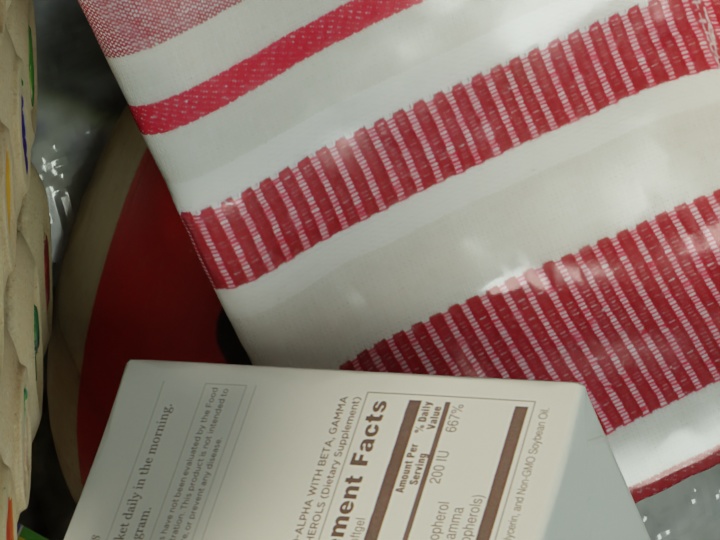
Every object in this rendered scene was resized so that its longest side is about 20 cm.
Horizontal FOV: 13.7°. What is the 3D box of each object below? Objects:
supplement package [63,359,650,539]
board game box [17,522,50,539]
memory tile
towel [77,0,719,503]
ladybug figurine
[{"bbox_3d":[-0.007,0.145,0.631,0.156,0.110,0.201,64,37,-47],"label":"supplement package"},{"bbox_3d":[-0.142,0.092,0.647,0.199,0.029,0.135,30,56,-15],"label":"board game box"},{"bbox_3d":[-0.077,-0.022,0.618,0.017,0.200,0.154,-1,111,-2],"label":"memory tile"},{"bbox_3d":[0.032,-0.025,0.668,0.144,0.023,0.201,-24,119,0],"label":"towel"},{"bbox_3d":[0.000,0.000,0.735,0.135,0.072,0.201,21,99,-32],"label":"ladybug figurine"}]
